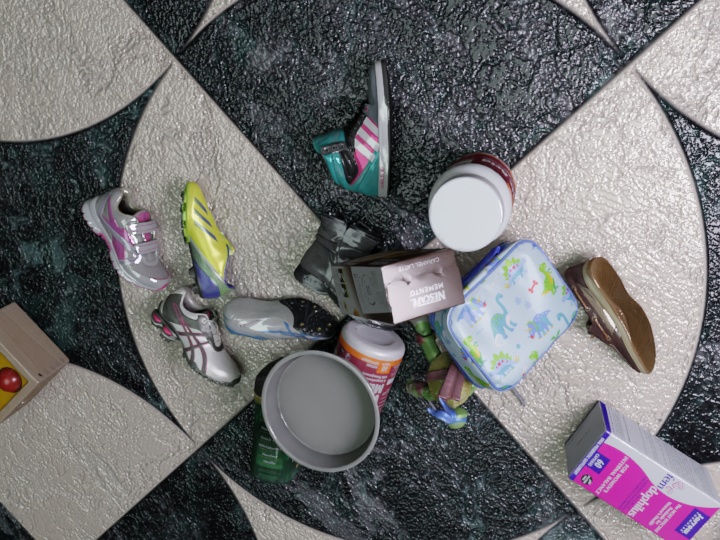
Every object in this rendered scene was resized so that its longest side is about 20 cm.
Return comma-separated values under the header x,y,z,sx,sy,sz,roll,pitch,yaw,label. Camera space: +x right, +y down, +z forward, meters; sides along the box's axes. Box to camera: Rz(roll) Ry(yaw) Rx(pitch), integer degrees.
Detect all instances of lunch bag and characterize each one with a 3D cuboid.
x,y,z,sx,sy,sz,roll,pitch,yaw,label
0.208,0.060,1.004,0.200,0.082,0.161,-43,101,-17,lunch bag

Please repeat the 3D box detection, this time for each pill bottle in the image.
x,y,z,sx,sy,sz,roll,pitch,yaw,label
0.157,-0.097,0.960,0.113,0.200,0.116,4,107,14,pill bottle
-0.007,0.192,1.137,0.109,0.110,0.202,22,110,8,pill bottle

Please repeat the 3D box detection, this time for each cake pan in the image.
x,y,z,sx,sy,sz,roll,pitch,yaw,label
-0.060,0.216,1.081,0.198,0.037,0.203,5,105,18,cake pan

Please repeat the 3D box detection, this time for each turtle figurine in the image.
x,y,z,sx,sy,sz,roll,pitch,yaw,label
0.142,0.147,1.103,0.143,0.199,0.197,-15,81,41,turtle figurine

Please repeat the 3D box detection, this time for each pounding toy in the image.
x,y,z,sx,sy,sz,roll,pitch,yaw,label
-0.692,0.210,1.307,0.200,0.142,0.184,-40,95,20,pounding toy

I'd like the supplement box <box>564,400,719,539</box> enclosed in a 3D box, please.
x,y,z,sx,sy,sz,roll,pitch,yaw,label
0.428,0.311,1.056,0.199,0.103,0.102,31,110,3,supplement box

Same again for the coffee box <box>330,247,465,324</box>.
x,y,z,sx,sy,sz,roll,pitch,yaw,label
0.047,0.018,0.986,0.113,0.200,0.081,-15,96,-20,coffee box

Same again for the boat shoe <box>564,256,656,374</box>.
x,y,z,sx,sy,sz,roll,pitch,yaw,label
0.372,0.072,1.029,0.072,0.072,0.201,-20,113,50,boat shoe

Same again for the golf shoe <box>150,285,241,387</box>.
x,y,z,sx,sy,sz,roll,pitch,yaw,label
-0.278,0.120,1.211,0.200,0.077,0.088,44,105,-1,golf shoe

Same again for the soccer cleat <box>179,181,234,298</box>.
x,y,z,sx,sy,sz,roll,pitch,yaw,label
-0.260,-0.053,1.174,0.083,0.065,0.203,-10,100,-13,soccer cleat

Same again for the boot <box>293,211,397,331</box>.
x,y,z,sx,sy,sz,roll,pitch,yaw,label
0.000,0.000,1.107,0.199,0.070,0.133,31,103,-2,boot

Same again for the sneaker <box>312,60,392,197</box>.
x,y,z,sx,sy,sz,roll,pitch,yaw,label
-0.012,-0.212,1.042,0.119,0.084,0.203,2,107,5,sneaker

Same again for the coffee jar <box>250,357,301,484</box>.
x,y,z,sx,sy,sz,roll,pitch,yaw,label
-0.140,0.259,1.195,0.084,0.104,0.203,9,108,13,coffee jar

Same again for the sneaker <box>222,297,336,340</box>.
x,y,z,sx,sy,sz,roll,pitch,yaw,label
-0.136,0.089,1.174,0.197,0.072,0.073,7,142,7,sneaker

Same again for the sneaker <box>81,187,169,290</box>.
x,y,z,sx,sy,sz,roll,pitch,yaw,label
-0.391,-0.058,1.187,0.088,0.081,0.201,-33,95,23,sneaker
